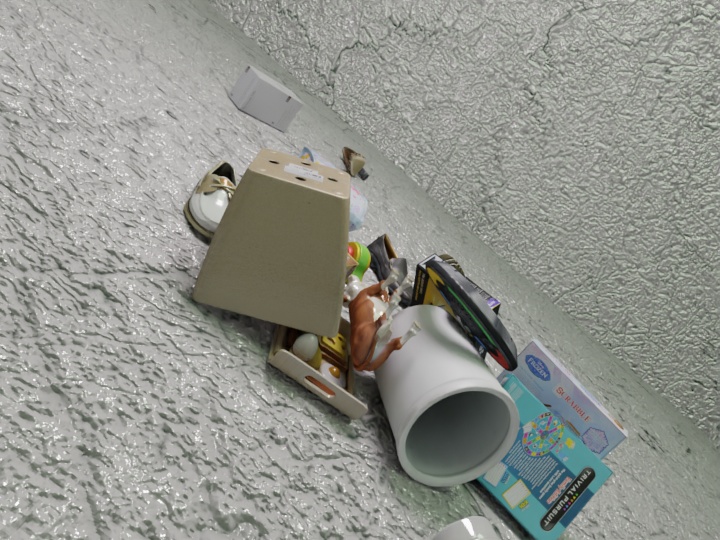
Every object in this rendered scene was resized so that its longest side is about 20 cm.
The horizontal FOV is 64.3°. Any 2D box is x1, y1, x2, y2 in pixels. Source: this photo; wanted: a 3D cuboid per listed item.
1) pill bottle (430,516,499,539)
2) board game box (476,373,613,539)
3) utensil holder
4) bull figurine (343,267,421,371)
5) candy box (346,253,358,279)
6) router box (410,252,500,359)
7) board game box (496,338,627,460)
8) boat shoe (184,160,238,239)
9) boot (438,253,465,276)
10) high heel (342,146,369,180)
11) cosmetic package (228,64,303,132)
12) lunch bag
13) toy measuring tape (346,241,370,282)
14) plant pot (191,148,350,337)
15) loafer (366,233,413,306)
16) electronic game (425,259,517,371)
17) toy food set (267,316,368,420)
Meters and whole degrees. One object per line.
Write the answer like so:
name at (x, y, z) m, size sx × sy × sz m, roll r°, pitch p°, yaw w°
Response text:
pill bottle at (0.136, 0.349, 0.544) m, size 0.110 × 0.111 × 0.201 m, roll 26°, pitch 23°, yaw -37°
board game box at (0.250, 0.284, 0.866) m, size 0.200 × 0.151 × 0.047 m, roll 44°, pitch -4°, yaw 9°
utensil holder at (0.108, 0.169, 0.823) m, size 0.168 × 0.171 × 0.201 m, roll 31°, pitch 18°, yaw -27°
bull figurine at (0.022, 0.061, 0.839) m, size 0.065 × 0.121 × 0.202 m, roll 36°, pitch 25°, yaw -26°
candy box at (-0.091, -0.026, 1.044) m, size 0.115 × 0.056 × 0.199 m, roll 45°, pitch 17°, yaw 13°
router box at (0.161, 0.094, 1.040) m, size 0.052 × 0.203 × 0.157 m, roll -29°, pitch 51°, yaw -30°
board game box at (0.289, 0.256, 0.940) m, size 0.200 × 0.200 × 0.041 m, roll 47°, pitch 19°, yaw 20°
boat shoe at (-0.240, -0.124, 0.943) m, size 0.074 × 0.069 × 0.201 m, roll 30°, pitch 21°, yaw -29°
boot at (0.168, 0.064, 1.178) m, size 0.200 × 0.065 × 0.179 m, roll 141°, pitch -69°, yaw -81°
high heel at (-0.041, -0.398, 1.984) m, size 0.144 × 0.071 × 0.200 m, roll 53°, pitch 4°, yaw 15°
cosmetic package at (-0.278, -0.505, 1.695) m, size 0.081 × 0.113 × 0.198 m, roll 49°, pitch 21°, yaw 28°
lunch bag at (-0.084, -0.172, 1.299) m, size 0.168 × 0.128 × 0.200 m, roll 34°, pitch 9°, yaw -25°
toy measuring tape at (0.000, 0.000, 1.151) m, size 0.073 × 0.074 × 0.201 m, roll 25°, pitch 23°, yaw -39°
plant pot at (-0.100, -0.055, 0.798) m, size 0.195 × 0.181 × 0.201 m, roll 15°, pitch 21°, yaw -6°
loafer at (0.077, -0.002, 1.312) m, size 0.072 × 0.073 × 0.201 m, roll 16°, pitch 31°, yaw -54°
electronic game at (0.162, 0.065, 0.846) m, size 0.201 × 0.041 × 0.200 m, roll 52°, pitch -1°, yaw 1°
toy food set at (-0.050, 0.106, 0.812) m, size 0.142 × 0.061 × 0.201 m, roll 36°, pitch 19°, yaw -14°
